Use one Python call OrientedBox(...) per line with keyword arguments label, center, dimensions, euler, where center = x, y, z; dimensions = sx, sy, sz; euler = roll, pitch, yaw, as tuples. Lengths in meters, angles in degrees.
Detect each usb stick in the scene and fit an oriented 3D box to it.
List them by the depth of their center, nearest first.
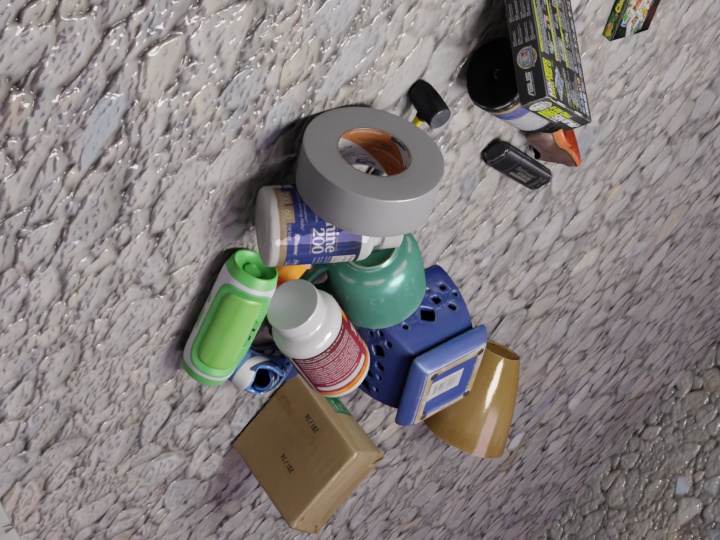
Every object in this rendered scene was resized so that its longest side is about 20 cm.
OrientedBox(label="usb stick", center=(0.273, -0.180, 1.960), dimensions=(0.055, 0.033, 0.199), euler=(-30, 156, 24))

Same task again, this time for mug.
OrientedBox(label="mug", center=(0.010, 0.004, 1.761), dimensions=(0.184, 0.152, 0.115), euler=(-34, 146, -15))

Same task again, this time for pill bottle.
OrientedBox(label="pill bottle", center=(-0.043, -0.067, 1.590), dimensions=(0.196, 0.112, 0.112), euler=(-5, 137, -16))
OrientedBox(label="pill bottle", center=(-0.066, 0.101, 1.731), dimensions=(0.113, 0.113, 0.201), euler=(-40, 143, -6))
OrientedBox(label="pill bottle", center=(0.252, -0.276, 1.746), dimensions=(0.112, 0.112, 0.199), euler=(-53, 149, 16))

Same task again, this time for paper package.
OrientedBox(label="paper package", center=(-0.091, 0.314, 1.973), dimensions=(0.191, 0.200, 0.103), euler=(-48, 149, 10))

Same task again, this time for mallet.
OrientedBox(label="mallet", center=(0.063, -0.179, 1.684), dimensions=(0.041, 0.066, 0.202), euler=(3, 126, -49))

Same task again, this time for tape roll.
OrientedBox(label="tape roll", center=(0.012, -0.136, 1.544), dimensions=(0.198, 0.201, 0.067), euler=(-19, 143, -34))

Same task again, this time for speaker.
OrientedBox(label="speaker", center=(-0.192, 0.070, 1.669), dimensions=(0.088, 0.089, 0.202), euler=(-4, 132, -47))

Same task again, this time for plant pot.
OrientedBox(label="plant pot", center=(0.104, 0.143, 2.019), dimensions=(0.198, 0.180, 0.202), euler=(-22, 145, -32))
OrientedBox(label="plant pot", center=(0.251, 0.254, 2.354), dimensions=(0.185, 0.185, 0.203), euler=(4, 114, -51))

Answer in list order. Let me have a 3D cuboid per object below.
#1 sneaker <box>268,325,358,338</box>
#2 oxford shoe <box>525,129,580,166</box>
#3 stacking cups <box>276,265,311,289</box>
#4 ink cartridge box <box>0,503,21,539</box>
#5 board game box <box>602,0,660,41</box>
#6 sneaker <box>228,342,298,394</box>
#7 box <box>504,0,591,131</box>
OrientedBox(label="sneaker", center=(-0.071, 0.092, 1.869), dimensions=(0.104, 0.060, 0.199), euler=(-46, 154, 5))
OrientedBox(label="oxford shoe", center=(0.337, -0.221, 1.982), dimensions=(0.071, 0.073, 0.200), euler=(-17, 162, 19))
OrientedBox(label="stacking cups", center=(-0.078, -0.035, 1.705), dimensions=(0.201, 0.061, 0.060), euler=(-52, 149, 17))
OrientedBox(label="ink cartridge box", center=(-0.539, 0.376, 1.514), dimensions=(0.145, 0.200, 0.084), euler=(-15, 140, -38))
OrientedBox(label="board game box", center=(0.467, -0.472, 1.849), dimensions=(0.103, 0.024, 0.202), euler=(-19, 142, -33))
OrientedBox(label="sneaker", center=(-0.152, 0.163, 1.834), dimensions=(0.199, 0.082, 0.074), euler=(8, 122, -56))
OrientedBox(label="box", center=(0.269, -0.319, 1.644), dimensions=(0.044, 0.204, 0.159), euler=(-15, 166, 32))
